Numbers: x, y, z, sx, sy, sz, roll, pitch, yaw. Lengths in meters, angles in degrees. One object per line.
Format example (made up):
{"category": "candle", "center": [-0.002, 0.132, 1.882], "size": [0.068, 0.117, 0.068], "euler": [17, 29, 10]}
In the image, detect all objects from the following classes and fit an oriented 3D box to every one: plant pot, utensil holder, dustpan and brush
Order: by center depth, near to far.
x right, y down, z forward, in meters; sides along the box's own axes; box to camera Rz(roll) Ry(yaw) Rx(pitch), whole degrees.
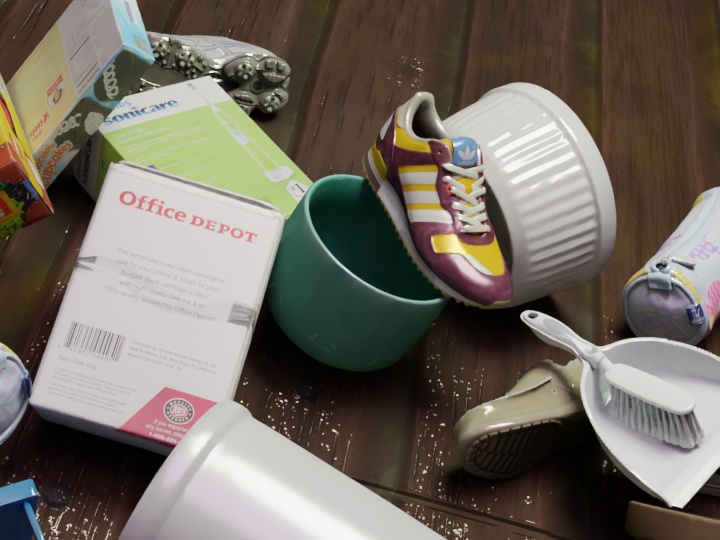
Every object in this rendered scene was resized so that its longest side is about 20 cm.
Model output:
{"category": "utensil holder", "center": [-0.047, 0.208, 0.860], "size": [0.199, 0.171, 0.170], "euler": [28, 43, 9]}
{"category": "plant pot", "center": [0.292, 0.238, 0.968], "size": [0.199, 0.201, 0.094], "euler": [14, 83, -5]}
{"category": "dustpan and brush", "center": [0.211, 0.089, 1.049], "size": [0.199, 0.058, 0.139], "euler": [27, 54, 39]}

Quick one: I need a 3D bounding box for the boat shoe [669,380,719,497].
{"category": "boat shoe", "center": [0.335, 0.147, 1.107], "size": [0.198, 0.093, 0.075], "euler": [5, 44, -14]}

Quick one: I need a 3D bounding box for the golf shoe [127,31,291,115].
{"category": "golf shoe", "center": [-0.173, -0.210, 1.335], "size": [0.198, 0.079, 0.097], "euler": [9, 26, -18]}

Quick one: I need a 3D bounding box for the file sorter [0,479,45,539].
{"category": "file sorter", "center": [-0.277, 0.238, 0.772], "size": [0.199, 0.139, 0.123], "euler": [-14, 55, -30]}

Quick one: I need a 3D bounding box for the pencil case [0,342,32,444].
{"category": "pencil case", "center": [-0.337, 0.067, 0.930], "size": [0.199, 0.091, 0.083], "euler": [18, 39, 23]}

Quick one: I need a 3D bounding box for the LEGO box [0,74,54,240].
{"category": "LEGO box", "center": [-0.365, -0.102, 1.093], "size": [0.148, 0.077, 0.201], "euler": [-28, 54, -3]}

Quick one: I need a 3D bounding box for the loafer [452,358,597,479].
{"category": "loafer", "center": [0.148, 0.119, 1.092], "size": [0.199, 0.076, 0.068], "euler": [-8, 46, -39]}

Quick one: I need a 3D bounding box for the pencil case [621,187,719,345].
{"category": "pencil case", "center": [0.327, -0.005, 1.256], "size": [0.083, 0.091, 0.200], "euler": [-8, 22, 41]}

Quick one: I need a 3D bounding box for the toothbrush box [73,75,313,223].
{"category": "toothbrush box", "center": [-0.148, -0.076, 1.177], "size": [0.145, 0.086, 0.200], "euler": [-22, 56, -36]}

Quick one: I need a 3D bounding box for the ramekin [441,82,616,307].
{"category": "ramekin", "center": [0.130, -0.061, 1.184], "size": [0.104, 0.201, 0.200], "euler": [-24, 56, -25]}

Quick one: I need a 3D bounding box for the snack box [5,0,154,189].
{"category": "snack box", "center": [-0.266, -0.158, 1.147], "size": [0.037, 0.200, 0.117], "euler": [24, 31, -41]}

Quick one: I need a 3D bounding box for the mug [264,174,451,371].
{"category": "mug", "center": [0.003, 0.008, 1.114], "size": [0.184, 0.115, 0.152], "euler": [-13, 56, -49]}

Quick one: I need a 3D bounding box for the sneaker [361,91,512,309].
{"category": "sneaker", "center": [0.074, -0.060, 1.073], "size": [0.075, 0.090, 0.201], "euler": [-3, 49, -44]}

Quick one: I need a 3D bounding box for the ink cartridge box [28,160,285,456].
{"category": "ink cartridge box", "center": [-0.154, 0.034, 1.002], "size": [0.144, 0.085, 0.202], "euler": [17, 74, -2]}
